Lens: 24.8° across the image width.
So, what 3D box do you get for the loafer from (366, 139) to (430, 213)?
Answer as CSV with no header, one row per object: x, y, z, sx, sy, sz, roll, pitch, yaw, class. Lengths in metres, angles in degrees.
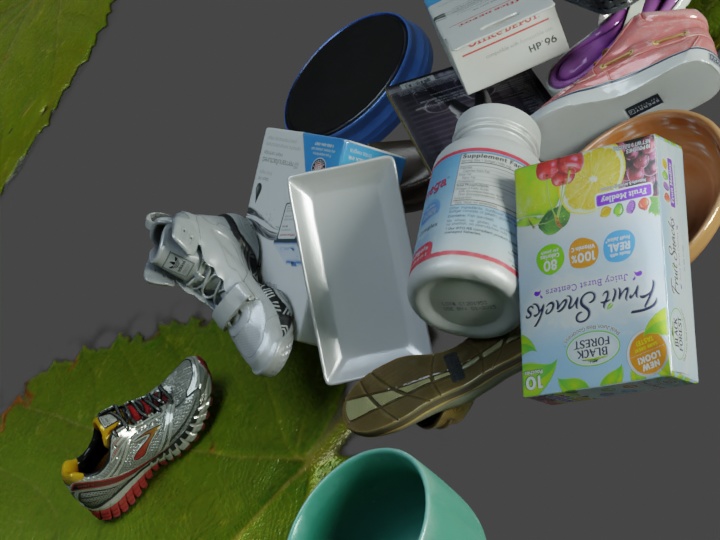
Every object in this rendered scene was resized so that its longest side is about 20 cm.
0.034,-0.099,1.693,0.199,0.071,0.074,-27,39,28,loafer

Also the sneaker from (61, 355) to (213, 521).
-0.231,0.169,1.714,0.200,0.082,0.078,-49,34,-3,sneaker

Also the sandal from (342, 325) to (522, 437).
0.078,0.106,1.467,0.198,0.054,0.081,-24,35,9,sandal

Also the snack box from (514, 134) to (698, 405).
0.201,0.001,1.360,0.141,0.053,0.203,-13,71,38,snack box

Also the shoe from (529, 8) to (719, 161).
0.242,-0.175,1.541,0.198,0.072,0.092,-23,39,21,shoe

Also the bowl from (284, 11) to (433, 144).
-0.007,-0.213,1.878,0.199,0.039,0.202,-29,39,26,bowl

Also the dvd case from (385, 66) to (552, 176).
0.120,-0.155,1.647,0.147,0.016,0.201,-18,36,-5,dvd case

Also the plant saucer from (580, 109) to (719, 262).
0.245,-0.052,1.446,0.199,0.037,0.202,-28,39,26,plant saucer

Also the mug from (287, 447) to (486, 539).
0.027,0.251,1.320,0.151,0.114,0.187,-23,42,31,mug

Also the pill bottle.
0.110,-0.048,1.471,0.108,0.109,0.202,-18,44,36,pill bottle

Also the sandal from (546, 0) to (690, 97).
0.258,-0.249,1.611,0.203,0.050,0.082,-46,34,3,sandal

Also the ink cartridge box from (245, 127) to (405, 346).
-0.047,-0.031,1.642,0.146,0.085,0.202,13,89,52,ink cartridge box

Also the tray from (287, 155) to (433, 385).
0.000,0.000,1.550,0.106,0.203,0.022,-11,-1,5,tray

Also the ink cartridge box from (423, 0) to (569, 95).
0.139,-0.245,1.662,0.115,0.068,0.200,-24,24,5,ink cartridge box

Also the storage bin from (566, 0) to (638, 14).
0.245,-0.338,1.619,0.134,0.094,0.200,-31,22,-4,storage bin

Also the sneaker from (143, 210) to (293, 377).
-0.142,0.019,1.586,0.075,0.114,0.201,-52,45,31,sneaker
